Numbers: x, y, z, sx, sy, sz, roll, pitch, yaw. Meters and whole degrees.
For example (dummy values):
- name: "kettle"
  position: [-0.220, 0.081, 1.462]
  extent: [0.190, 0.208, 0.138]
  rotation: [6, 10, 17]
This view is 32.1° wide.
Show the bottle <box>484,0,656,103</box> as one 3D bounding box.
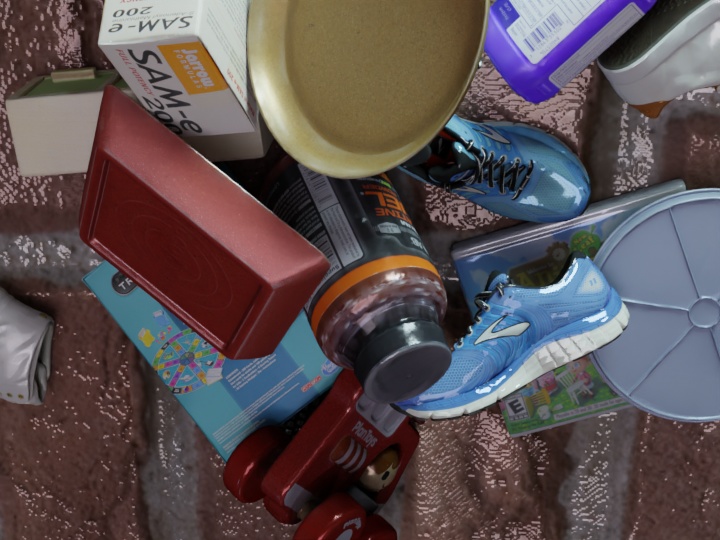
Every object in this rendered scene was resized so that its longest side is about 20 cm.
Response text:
- name: "bottle"
  position: [0.177, -0.215, 0.916]
  extent: [0.200, 0.084, 0.065]
  rotation: [-42, 144, 19]

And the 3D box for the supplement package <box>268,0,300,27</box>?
- name: "supplement package"
  position: [-0.004, -0.229, 0.907]
  extent: [0.119, 0.120, 0.203]
  rotation: [1, 113, 3]

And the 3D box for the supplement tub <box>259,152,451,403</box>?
- name: "supplement tub"
  position: [0.000, 0.000, 0.953]
  extent: [0.105, 0.202, 0.108]
  rotation: [-17, 146, -12]

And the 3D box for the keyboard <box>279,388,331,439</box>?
- name: "keyboard"
  position: [-0.082, 0.103, 1.107]
  extent: [0.125, 0.021, 0.203]
  rotation: [16, 112, -1]

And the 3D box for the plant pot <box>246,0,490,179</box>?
- name: "plant pot"
  position: [0.006, -0.159, 0.799]
  extent: [0.198, 0.027, 0.204]
  rotation: [-2, 87, 39]

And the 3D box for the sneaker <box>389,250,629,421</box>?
- name: "sneaker"
  position: [0.105, 0.050, 0.979]
  extent: [0.198, 0.079, 0.090]
  rotation: [-29, 91, -3]

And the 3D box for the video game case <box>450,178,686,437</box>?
- name: "video game case"
  position: [0.194, 0.036, 1.050]
  extent: [0.197, 0.022, 0.184]
  rotation: [-16, 110, 12]

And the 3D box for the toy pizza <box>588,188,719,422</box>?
- name: "toy pizza"
  position: [0.275, 0.028, 1.011]
  extent: [0.196, 0.032, 0.204]
  rotation: [1, 111, 4]

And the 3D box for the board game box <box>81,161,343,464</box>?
- name: "board game box"
  position: [-0.113, 0.037, 1.050]
  extent: [0.150, 0.047, 0.201]
  rotation: [-36, 94, 17]

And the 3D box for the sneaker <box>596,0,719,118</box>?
- name: "sneaker"
  position: [0.275, -0.191, 0.933]
  extent: [0.199, 0.073, 0.085]
  rotation: [-35, 129, 16]

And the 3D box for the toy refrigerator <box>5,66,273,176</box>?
- name: "toy refrigerator"
  position: [-0.171, -0.126, 0.992]
  extent: [0.196, 0.076, 0.071]
  rotation: [-4, 112, 8]

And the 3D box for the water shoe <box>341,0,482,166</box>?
- name: "water shoe"
  position: [0.048, -0.167, 0.841]
  extent: [0.078, 0.072, 0.202]
  rotation: [14, 114, -35]

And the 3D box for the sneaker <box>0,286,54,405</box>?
- name: "sneaker"
  position: [-0.341, 0.108, 1.108]
  extent: [0.114, 0.074, 0.202]
  rotation: [27, 111, -3]

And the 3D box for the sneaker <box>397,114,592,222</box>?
- name: "sneaker"
  position: [0.086, -0.079, 0.976]
  extent: [0.197, 0.090, 0.079]
  rotation: [20, 113, -3]

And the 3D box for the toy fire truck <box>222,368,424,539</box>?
- name: "toy fire truck"
  position: [-0.007, 0.160, 1.047]
  extent: [0.112, 0.200, 0.168]
  rotation: [39, 85, 29]

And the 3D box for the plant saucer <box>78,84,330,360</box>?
- name: "plant saucer"
  position: [-0.132, -0.018, 0.930]
  extent: [0.199, 0.037, 0.200]
  rotation: [38, 152, 0]

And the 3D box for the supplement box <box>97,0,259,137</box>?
- name: "supplement box"
  position: [-0.113, -0.211, 0.866]
  extent: [0.072, 0.203, 0.126]
  rotation: [-2, 157, 14]
